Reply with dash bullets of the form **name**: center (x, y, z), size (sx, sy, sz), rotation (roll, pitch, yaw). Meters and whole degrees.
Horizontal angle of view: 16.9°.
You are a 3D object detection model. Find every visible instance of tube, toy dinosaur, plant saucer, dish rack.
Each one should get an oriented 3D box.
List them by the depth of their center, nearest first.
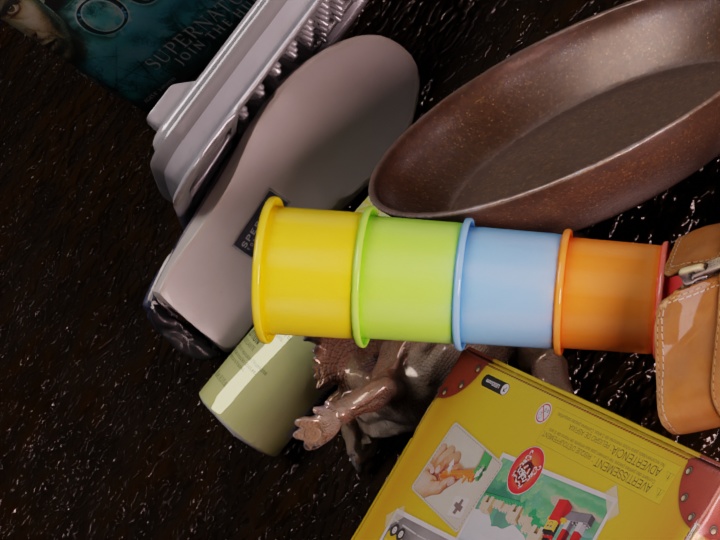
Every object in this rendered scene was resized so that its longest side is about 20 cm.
- **plant saucer**: center (0.100, -0.063, 1.041), size (0.200, 0.037, 0.200), rotation (-26, 18, 9)
- **toy dinosaur**: center (0.041, 0.021, 1.074), size (0.200, 0.086, 0.136), rotation (-40, 25, 20)
- **tube**: center (0.000, 0.000, 1.199), size (0.058, 0.052, 0.200), rotation (42, 94, 22)
- **dish rack**: center (-0.052, -0.117, 1.314), size (0.200, 0.044, 0.172), rotation (-53, -4, -6)

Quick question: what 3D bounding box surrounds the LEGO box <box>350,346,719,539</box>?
- **LEGO box**: center (0.073, 0.129, 0.904), size (0.149, 0.077, 0.200), rotation (-59, 27, -3)

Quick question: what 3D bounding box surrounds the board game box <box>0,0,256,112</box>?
- **board game box**: center (-0.124, -0.187, 1.502), size (0.200, 0.135, 0.028), rotation (-34, 35, 38)

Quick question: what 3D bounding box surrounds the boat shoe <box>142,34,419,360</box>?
- **boat shoe**: center (-0.049, -0.040, 1.299), size (0.200, 0.075, 0.093), rotation (-51, 9, -11)

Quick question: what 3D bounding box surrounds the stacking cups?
- **stacking cups**: center (0.059, 0.004, 0.954), size (0.200, 0.061, 0.061), rotation (3, 53, 11)

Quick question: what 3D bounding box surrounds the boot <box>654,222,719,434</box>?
- **boot**: center (0.166, 0.028, 0.824), size (0.155, 0.077, 0.200), rotation (-18, 39, 30)
